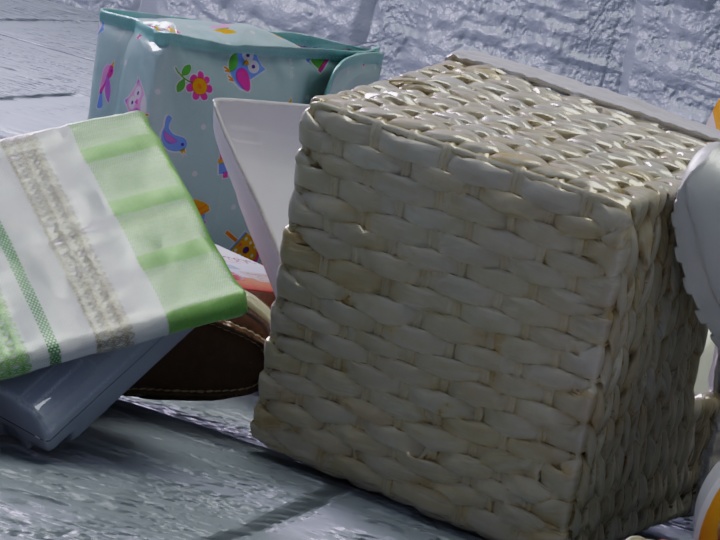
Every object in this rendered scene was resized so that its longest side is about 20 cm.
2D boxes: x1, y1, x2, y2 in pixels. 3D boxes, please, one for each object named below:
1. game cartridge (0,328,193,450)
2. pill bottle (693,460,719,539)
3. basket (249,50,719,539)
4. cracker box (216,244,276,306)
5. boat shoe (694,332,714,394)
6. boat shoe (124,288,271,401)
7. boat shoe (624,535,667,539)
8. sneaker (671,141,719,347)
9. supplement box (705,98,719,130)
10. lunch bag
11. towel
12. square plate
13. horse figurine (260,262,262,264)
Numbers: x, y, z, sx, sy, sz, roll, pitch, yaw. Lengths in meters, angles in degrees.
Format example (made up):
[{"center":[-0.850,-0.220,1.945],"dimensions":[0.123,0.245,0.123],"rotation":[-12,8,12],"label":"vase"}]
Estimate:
[{"center":[-0.183,0.001,1.233],"dimensions":[0.199,0.041,0.133],"rotation":[26,45,24],"label":"game cartridge"},{"center":[0.204,0.130,1.067],"dimensions":[0.109,0.110,0.200],"rotation":[12,9,-13],"label":"pill bottle"},{"center":[0.076,0.017,1.266],"dimensions":[0.199,0.199,0.161],"rotation":[20,21,28],"label":"basket"},{"center":[-0.129,0.008,1.476],"dimensions":[0.133,0.058,0.199],"rotation":[7,11,-43],"label":"cracker box"},{"center":[0.137,0.029,1.376],"dimensions":[0.202,0.072,0.060],"rotation":[44,-26,16],"label":"boat shoe"},{"center":[-0.139,0.037,1.278],"dimensions":[0.201,0.075,0.075],"rotation":[8,28,-1],"label":"boat shoe"},{"center":[0.117,0.139,1.029],"dimensions":[0.071,0.063,0.200],"rotation":[10,8,-12],"label":"boat shoe"},{"center":[0.213,0.025,1.182],"dimensions":[0.080,0.201,0.076],"rotation":[-9,29,49],"label":"sneaker"},{"center":[0.254,-0.003,1.669],"dimensions":[0.125,0.201,0.074],"rotation":[13,39,-13],"label":"supplement box"},{"center":[-0.078,-0.076,1.707],"dimensions":[0.199,0.172,0.122],"rotation":[4,11,-35],"label":"lunch bag"},{"center":[-0.169,-0.001,1.196],"dimensions":[0.199,0.031,0.150],"rotation":[-13,47,-18],"label":"towel"},{"center":[0.000,0.000,1.452],"dimensions":[0.028,0.201,0.198],"rotation":[-29,-14,29],"label":"square plate"},{"center":[-0.011,0.016,1.616],"dimensions":[0.132,0.050,0.199],"rotation":[5,8,37],"label":"horse figurine"}]
